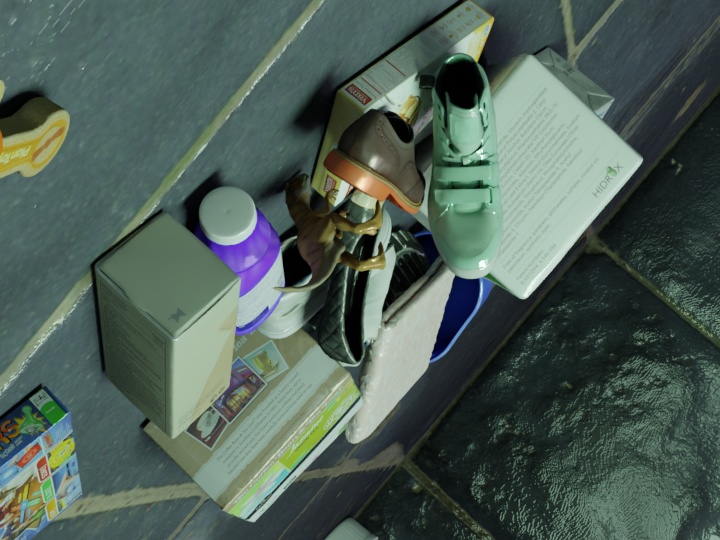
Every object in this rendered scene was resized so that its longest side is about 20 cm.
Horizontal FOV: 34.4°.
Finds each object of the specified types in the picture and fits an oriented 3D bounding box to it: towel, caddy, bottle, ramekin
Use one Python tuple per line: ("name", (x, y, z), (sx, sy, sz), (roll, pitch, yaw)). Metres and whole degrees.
("towel", (0.051, 0.098, 1.476), (0.191, 0.032, 0.201), (-43, 153, -47))
("caddy", (0.093, 0.034, 1.604), (0.201, 0.141, 0.105), (-57, 167, 24))
("bottle", (-0.110, -0.010, 1.031), (0.084, 0.065, 0.200), (-50, 166, -17))
("ramekin", (-0.054, 0.757, 3.111), (0.201, 0.098, 0.201), (-46, 165, -16))

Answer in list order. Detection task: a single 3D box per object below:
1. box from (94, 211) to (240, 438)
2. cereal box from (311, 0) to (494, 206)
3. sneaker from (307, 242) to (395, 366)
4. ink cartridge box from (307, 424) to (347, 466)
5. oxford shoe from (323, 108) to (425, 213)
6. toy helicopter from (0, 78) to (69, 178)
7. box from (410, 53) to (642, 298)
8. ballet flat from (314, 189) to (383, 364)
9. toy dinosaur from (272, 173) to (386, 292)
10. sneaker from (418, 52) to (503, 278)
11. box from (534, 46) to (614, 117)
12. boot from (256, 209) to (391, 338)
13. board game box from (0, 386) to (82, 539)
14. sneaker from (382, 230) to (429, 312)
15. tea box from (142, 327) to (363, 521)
("box", (-0.162, 0.051, 0.978), (0.078, 0.095, 0.200), (-42, 166, -28))
("cereal box", (0.041, -0.164, 1.139), (0.200, 0.039, 0.144), (-41, 163, -31))
("sneaker", (-0.005, 0.034, 1.339), (0.074, 0.088, 0.200), (-7, -152, 28))
("ink cartridge box", (-0.108, 0.201, 1.470), (0.200, 0.117, 0.068), (-43, 162, -27))
("oxford shoe", (0.032, -0.101, 1.065), (0.073, 0.071, 0.200), (-59, 167, 7))
("toy helicopter", (-0.213, -0.049, 0.615), (0.133, 0.078, 0.200), (-62, 175, 21))
("box", (0.158, -0.104, 1.268), (0.200, 0.171, 0.199), (-49, -172, 1))
("ballet flat", (0.000, 0.000, 1.184), (0.066, 0.056, 0.202), (-20, 128, -52))
("toy dinosaur", (-0.030, -0.019, 1.035), (0.201, 0.105, 0.061), (-104, -170, -58))
("sneaker", (0.091, -0.100, 1.080), (0.118, 0.073, 0.203), (53, 34, -73))
("box", (0.233, -0.176, 1.534), (0.060, 0.117, 0.201), (-35, 161, -43))
("boot", (-0.036, -0.016, 1.225), (0.200, 0.073, 0.096), (-47, 165, -22))
("board game box", (-0.310, 0.195, 1.015), (0.135, 0.034, 0.201), (-41, 163, -28))
("sneaker", (0.012, 0.019, 1.489), (0.090, 0.078, 0.200), (-26, -167, 48))
("tea box", (-0.115, 0.164, 1.326), (0.200, 0.133, 0.197), (-47, 165, -7))
